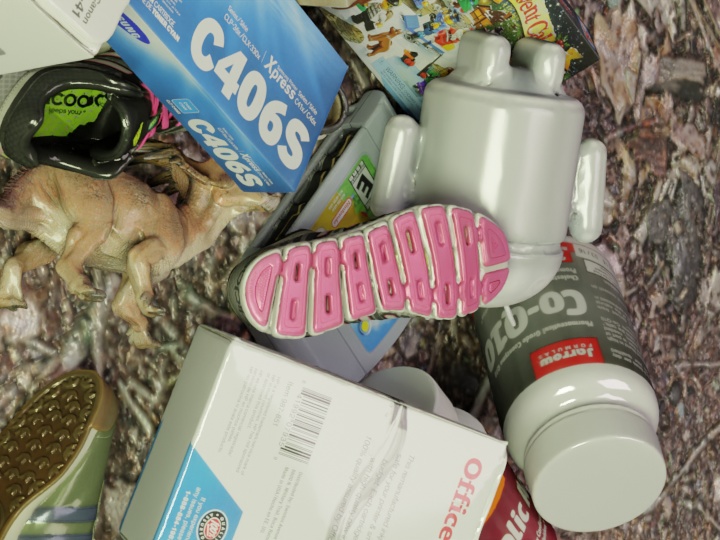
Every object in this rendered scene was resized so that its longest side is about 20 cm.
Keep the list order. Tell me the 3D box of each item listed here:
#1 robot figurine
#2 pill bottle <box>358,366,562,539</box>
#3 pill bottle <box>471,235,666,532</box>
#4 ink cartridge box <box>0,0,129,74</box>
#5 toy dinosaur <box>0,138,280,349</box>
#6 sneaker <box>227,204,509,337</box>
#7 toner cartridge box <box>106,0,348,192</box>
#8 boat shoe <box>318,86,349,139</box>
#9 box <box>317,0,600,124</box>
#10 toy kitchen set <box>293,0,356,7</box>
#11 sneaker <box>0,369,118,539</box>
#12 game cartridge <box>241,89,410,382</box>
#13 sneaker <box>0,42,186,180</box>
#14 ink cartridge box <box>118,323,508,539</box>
[{"bbox_3d":[0.092,-0.062,1.479,0.168,0.113,0.202,7,98,-12],"label":"robot figurine"},{"bbox_3d":[0.058,0.167,1.500,0.200,0.114,0.115,54,52,-34],"label":"pill bottle"},{"bbox_3d":[0.150,0.080,1.543,0.114,0.113,0.201,46,21,-38],"label":"pill bottle"},{"bbox_3d":[-0.197,-0.182,1.141,0.086,0.199,0.148,40,60,-34],"label":"ink cartridge box"},{"bbox_3d":[-0.151,-0.037,1.291,0.199,0.086,0.137,16,69,-34],"label":"toy dinosaur"},{"bbox_3d":[0.000,0.000,1.382,0.199,0.087,0.074,-12,97,-28],"label":"sneaker"},{"bbox_3d":[-0.086,-0.139,1.231,0.200,0.043,0.096,47,54,-44],"label":"toner cartridge box"},{"bbox_3d":[-0.089,-0.121,1.374,0.199,0.060,0.074,18,80,-47],"label":"boat shoe"},{"bbox_3d":[0.060,-0.184,1.495,0.200,0.136,0.038,46,20,-38],"label":"box"},{"bbox_3d":[-0.106,-0.240,1.260,0.163,0.199,0.182,-42,128,-42],"label":"toy kitchen set"},{"bbox_3d":[-0.190,0.163,1.257,0.090,0.067,0.201,57,50,-42],"label":"sneaker"},{"bbox_3d":[-0.007,-0.011,1.490,0.200,0.040,0.134,-57,133,-33],"label":"game cartridge"},{"bbox_3d":[-0.139,-0.096,1.258,0.199,0.087,0.074,-8,128,-33],"label":"sneaker"},{"bbox_3d":[-0.029,0.137,1.343,0.199,0.084,0.146,22,88,-20],"label":"ink cartridge box"}]
